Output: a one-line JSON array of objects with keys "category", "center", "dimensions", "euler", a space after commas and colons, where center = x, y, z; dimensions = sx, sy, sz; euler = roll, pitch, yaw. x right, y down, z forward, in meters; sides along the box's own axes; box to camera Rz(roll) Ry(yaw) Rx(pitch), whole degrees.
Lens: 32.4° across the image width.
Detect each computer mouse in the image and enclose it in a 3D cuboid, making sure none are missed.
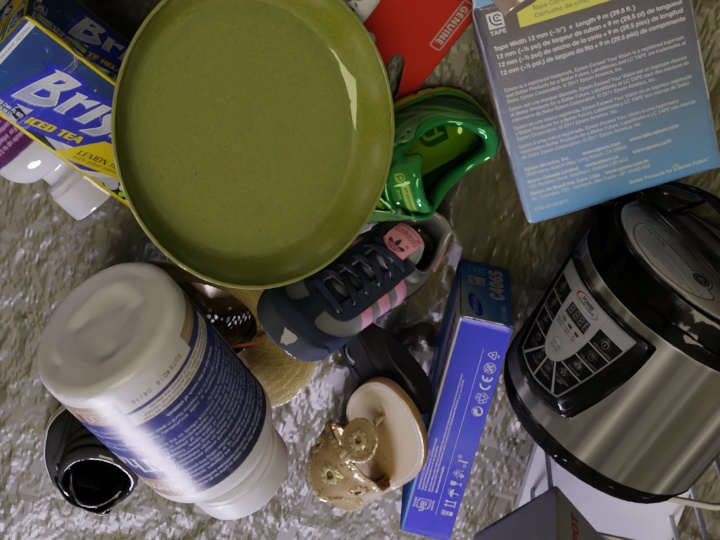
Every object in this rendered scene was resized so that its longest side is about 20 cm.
[{"category": "computer mouse", "center": [-0.024, 0.041, 0.946], "dimensions": [0.200, 0.034, 0.059], "euler": [43, 154, 9]}]

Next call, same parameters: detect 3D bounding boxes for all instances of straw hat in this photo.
[{"category": "straw hat", "center": [-0.116, 0.021, 0.950], "dimensions": [0.199, 0.086, 0.202], "euler": [9, 144, 6]}]

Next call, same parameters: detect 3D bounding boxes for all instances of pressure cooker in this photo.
[{"category": "pressure cooker", "center": [0.216, 0.041, 0.891], "dimensions": [0.175, 0.179, 0.201], "euler": [32, 119, -1]}]

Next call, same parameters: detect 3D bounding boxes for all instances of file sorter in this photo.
[{"category": "file sorter", "center": [0.203, 0.221, 1.012], "dimensions": [0.137, 0.125, 0.202], "euler": [11, 117, -2]}]

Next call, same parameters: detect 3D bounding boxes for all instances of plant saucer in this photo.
[{"category": "plant saucer", "center": [-0.068, -0.090, 0.785], "dimensions": [0.198, 0.031, 0.202], "euler": [-4, 98, -32]}]

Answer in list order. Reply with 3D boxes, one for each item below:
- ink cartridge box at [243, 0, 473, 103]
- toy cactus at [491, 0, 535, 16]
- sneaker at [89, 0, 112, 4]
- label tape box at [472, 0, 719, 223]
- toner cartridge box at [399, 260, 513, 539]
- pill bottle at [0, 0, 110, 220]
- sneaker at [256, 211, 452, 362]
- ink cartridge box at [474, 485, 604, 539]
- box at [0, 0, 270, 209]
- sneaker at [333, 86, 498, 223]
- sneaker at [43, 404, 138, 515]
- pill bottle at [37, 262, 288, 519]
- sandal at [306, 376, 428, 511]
[{"category": "ink cartridge box", "center": [-0.032, -0.142, 0.855], "dimensions": [0.173, 0.044, 0.200], "euler": [25, 121, -27]}, {"category": "toy cactus", "center": [0.067, -0.240, 0.759], "dimensions": [0.199, 0.102, 0.166], "euler": [-30, 89, -25]}, {"category": "sneaker", "center": [-0.093, -0.227, 0.833], "dimensions": [0.115, 0.075, 0.200], "euler": [40, 111, -18]}, {"category": "label tape box", "center": [0.157, -0.151, 0.857], "dimensions": [0.142, 0.066, 0.202], "euler": [-16, 112, 5]}, {"category": "toner cartridge box", "center": [0.074, 0.103, 0.976], "dimensions": [0.043, 0.095, 0.202], "euler": [12, 116, -3]}, {"category": "pill bottle", "center": [-0.241, -0.134, 0.865], "dimensions": [0.112, 0.113, 0.200], "euler": [-37, 109, 19]}, {"category": "sneaker", "center": [0.000, 0.000, 0.875], "dimensions": [0.070, 0.200, 0.082], "euler": [48, 120, 5]}, {"category": "ink cartridge box", "center": [0.167, 0.280, 0.892], "dimensions": [0.083, 0.146, 0.200], "euler": [-34, 110, 23]}, {"category": "box", "center": [-0.153, -0.097, 0.801], "dimensions": [0.070, 0.065, 0.200], "euler": [-39, 124, 22]}, {"category": "sneaker", "center": [0.008, -0.067, 0.865], "dimensions": [0.199, 0.084, 0.074], "euler": [-31, 121, -11]}, {"category": "sneaker", "center": [-0.222, 0.156, 0.993], "dimensions": [0.070, 0.100, 0.200], "euler": [26, 137, -15]}, {"category": "pill bottle", "center": [-0.131, 0.095, 0.884], "dimensions": [0.110, 0.112, 0.200], "euler": [-21, 135, 13]}, {"category": "sandal", "center": [-0.011, 0.158, 0.962], "dimensions": [0.078, 0.070, 0.212], "euler": [46, 151, 10]}]
